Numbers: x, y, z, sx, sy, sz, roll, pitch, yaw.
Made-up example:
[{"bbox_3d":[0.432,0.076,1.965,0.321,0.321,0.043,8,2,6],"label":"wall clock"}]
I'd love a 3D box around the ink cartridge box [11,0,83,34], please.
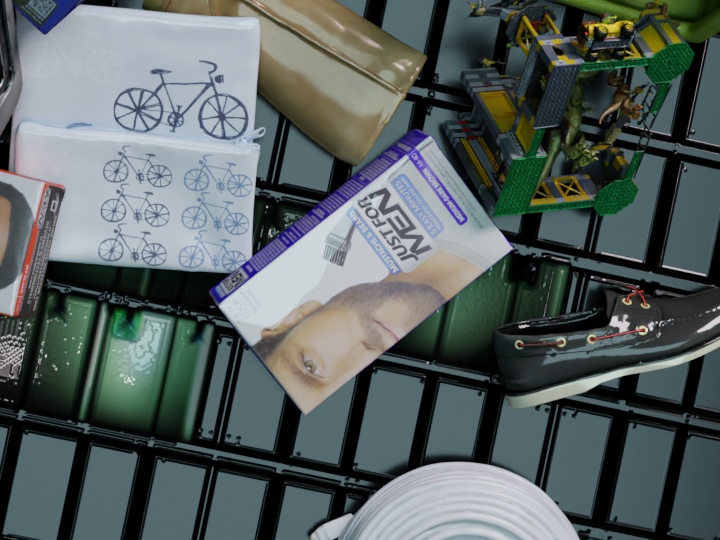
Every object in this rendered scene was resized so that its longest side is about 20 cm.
[{"bbox_3d":[-0.221,-0.256,1.427,0.136,0.200,0.076,43,126,-8],"label":"ink cartridge box"}]

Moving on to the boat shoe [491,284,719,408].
[{"bbox_3d":[0.198,0.045,1.531,0.200,0.074,0.063,-16,100,0],"label":"boat shoe"}]

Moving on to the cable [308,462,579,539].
[{"bbox_3d":[0.075,0.243,1.527,0.199,0.069,0.201,-33,93,-3],"label":"cable"}]

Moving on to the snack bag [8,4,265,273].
[{"bbox_3d":[-0.164,-0.098,1.501,0.187,0.021,0.201,5,108,-3],"label":"snack bag"}]

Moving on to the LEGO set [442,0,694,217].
[{"bbox_3d":[0.144,-0.136,1.491,0.153,0.201,0.116,-13,51,-17],"label":"LEGO set"}]

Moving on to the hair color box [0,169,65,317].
[{"bbox_3d":[-0.324,-0.038,1.477,0.199,0.061,0.102,13,90,7],"label":"hair color box"}]

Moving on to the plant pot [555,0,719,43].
[{"bbox_3d":[0.202,-0.293,1.469,0.198,0.200,0.183,18,84,-4],"label":"plant pot"}]

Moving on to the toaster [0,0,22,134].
[{"bbox_3d":[-0.322,-0.118,1.370,0.118,0.200,0.181,21,58,9],"label":"toaster"}]

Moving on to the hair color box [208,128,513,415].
[{"bbox_3d":[0.000,0.000,1.513,0.200,0.065,0.109,-39,105,-1],"label":"hair color box"}]

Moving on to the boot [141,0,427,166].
[{"bbox_3d":[-0.037,-0.204,1.517,0.199,0.066,0.176,33,101,-3],"label":"boot"}]
